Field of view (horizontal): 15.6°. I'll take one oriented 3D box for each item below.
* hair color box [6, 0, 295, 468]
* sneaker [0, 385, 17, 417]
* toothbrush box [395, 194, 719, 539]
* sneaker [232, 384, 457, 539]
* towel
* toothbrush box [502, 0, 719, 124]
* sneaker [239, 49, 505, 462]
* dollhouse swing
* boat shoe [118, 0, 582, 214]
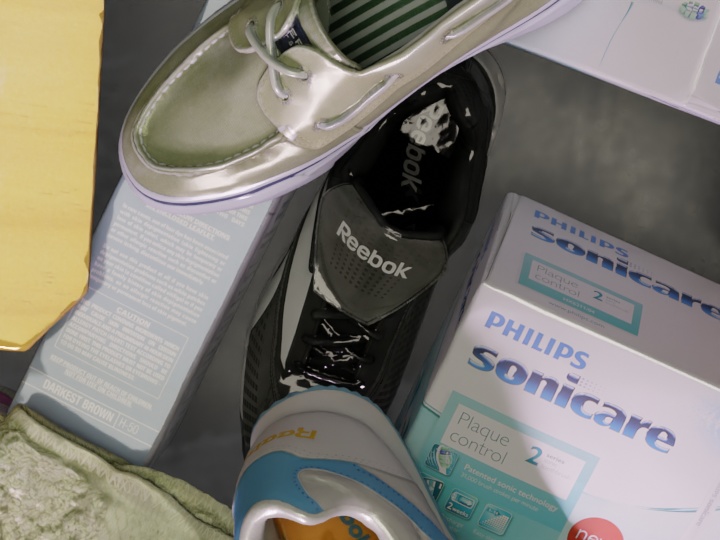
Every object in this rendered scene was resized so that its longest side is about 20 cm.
[{"bbox_3d":[-0.062,-0.026,1.024,0.060,0.099,0.201,27,95,0],"label":"hair color box"},{"bbox_3d":[-0.128,0.091,1.037,0.199,0.088,0.082,31,102,-3],"label":"sneaker"},{"bbox_3d":[0.078,0.095,1.003,0.146,0.085,0.201,25,116,-2],"label":"toothbrush box"},{"bbox_3d":[0.024,0.138,0.932,0.076,0.081,0.200,-36,104,23],"label":"sneaker"},{"bbox_3d":[-0.115,0.164,0.984,0.148,0.036,0.201,26,99,-1],"label":"towel"},{"bbox_3d":[0.094,-0.145,0.964,0.200,0.085,0.147,25,96,43],"label":"toothbrush box"},{"bbox_3d":[0.000,0.000,1.031,0.066,0.091,0.201,23,95,-1],"label":"sneaker"},{"bbox_3d":[-0.203,-0.066,1.009,0.175,0.182,0.201,1,96,-19],"label":"dollhouse swing"},{"bbox_3d":[-0.009,-0.084,0.916,0.200,0.062,0.072,-30,75,20],"label":"boat shoe"}]
